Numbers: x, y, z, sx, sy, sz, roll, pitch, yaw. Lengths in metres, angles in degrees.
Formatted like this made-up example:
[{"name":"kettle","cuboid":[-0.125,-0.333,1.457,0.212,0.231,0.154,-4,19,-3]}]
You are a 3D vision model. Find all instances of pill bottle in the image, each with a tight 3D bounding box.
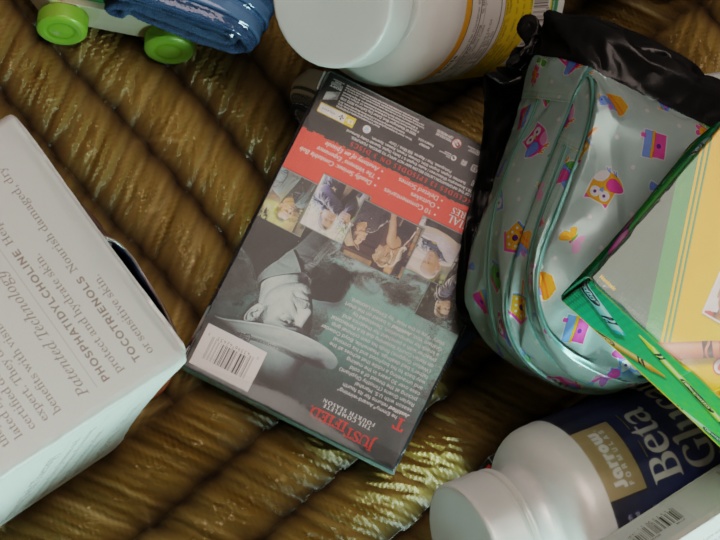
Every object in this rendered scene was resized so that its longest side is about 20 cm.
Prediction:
[{"name":"pill bottle","cuboid":[0.035,-0.171,1.495,0.113,0.113,0.200,55,30,13]},{"name":"pill bottle","cuboid":[0.144,0.128,1.381,0.199,0.111,0.112,-19,71,-25]}]

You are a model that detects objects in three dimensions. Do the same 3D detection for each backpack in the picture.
[{"name":"backpack","cuboid":[0.137,-0.031,1.388,0.166,0.127,0.201,24,86,-16]}]

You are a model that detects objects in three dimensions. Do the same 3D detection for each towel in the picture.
[{"name":"towel","cuboid":[-0.090,-0.235,1.521,0.111,0.049,0.201,17,60,-6]}]

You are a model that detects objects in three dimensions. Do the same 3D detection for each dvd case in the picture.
[{"name":"dvd case","cuboid":[0.000,0.000,1.446,0.145,0.022,0.201,25,80,5]}]

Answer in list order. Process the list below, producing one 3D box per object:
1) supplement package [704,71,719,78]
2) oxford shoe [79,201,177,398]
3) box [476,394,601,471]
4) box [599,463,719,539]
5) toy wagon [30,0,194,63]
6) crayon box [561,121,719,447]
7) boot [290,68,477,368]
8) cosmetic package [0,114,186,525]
[{"name":"supplement package","cuboid":[0.267,-0.057,1.558,0.199,0.117,0.118,-9,68,-22]},{"name":"oxford shoe","cuboid":[-0.172,-0.017,1.419,0.200,0.073,0.071,46,60,8]},{"name":"box","cuboid":[0.184,0.130,1.482,0.199,0.040,0.137,-29,75,-28]},{"name":"box","cuboid":[0.215,0.197,1.368,0.144,0.201,0.036,-30,38,-16]},{"name":"toy wagon","cuboid":[-0.126,-0.208,1.549,0.199,0.040,0.156,10,62,-13]},{"name":"crayon box","cuboid":[0.221,0.035,1.295,0.200,0.058,0.119,42,73,-1]},{"name":"boot","cuboid":[0.009,-0.032,1.491,0.090,0.073,0.200,-43,74,-14]},{"name":"cosmetic package","cuboid":[-0.234,0.057,1.303,0.200,0.167,0.167,-34,83,-28]}]
